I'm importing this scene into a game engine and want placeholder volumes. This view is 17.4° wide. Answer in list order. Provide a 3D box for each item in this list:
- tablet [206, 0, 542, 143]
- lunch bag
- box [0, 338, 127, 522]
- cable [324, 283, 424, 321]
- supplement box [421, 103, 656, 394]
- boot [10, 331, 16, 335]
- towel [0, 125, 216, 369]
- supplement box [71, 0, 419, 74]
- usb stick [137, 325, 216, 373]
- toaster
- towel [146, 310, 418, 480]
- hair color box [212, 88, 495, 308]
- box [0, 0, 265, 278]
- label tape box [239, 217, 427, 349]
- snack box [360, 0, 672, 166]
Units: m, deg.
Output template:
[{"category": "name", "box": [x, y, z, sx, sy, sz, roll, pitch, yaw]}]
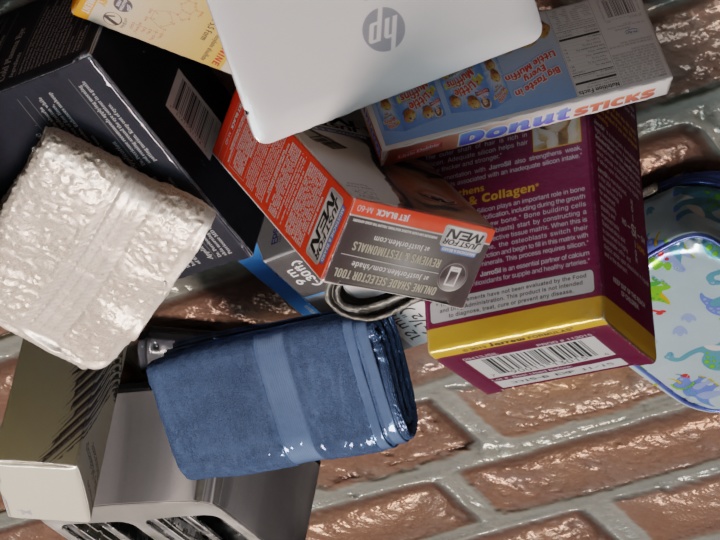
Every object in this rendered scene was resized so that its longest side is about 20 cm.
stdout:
[{"category": "tablet", "box": [0.007, -0.172, 1.474, 0.199, 0.014, 0.131, -21, 107, -6]}, {"category": "lunch bag", "box": [0.252, 0.020, 1.740, 0.200, 0.083, 0.160, 34, 135, -30]}, {"category": "box", "box": [-0.227, 0.089, 1.817, 0.068, 0.201, 0.082, 3, 143, 6]}, {"category": "cable", "box": [0.073, 0.014, 1.684, 0.198, 0.050, 0.098, 9, 123, 2]}, {"category": "supplement box", "box": [0.117, -0.033, 1.584, 0.130, 0.202, 0.103, -11, 157, 25]}, {"category": "boot", "box": [-0.291, -0.052, 1.693, 0.077, 0.138, 0.200, -38, 153, -12]}, {"category": "towel", "box": [-0.197, -0.009, 1.624, 0.132, 0.035, 0.200, 26, 135, -13]}, {"category": "supplement box", "box": [-0.072, -0.193, 1.527, 0.199, 0.074, 0.126, 19, 142, -15]}, {"category": "usb stick", "box": [-0.082, 0.074, 1.911, 0.198, 0.033, 0.056, 5, 144, 4]}, {"category": "toaster", "box": [-0.152, 0.168, 1.943, 0.180, 0.119, 0.200, -7, 151, 24]}, {"category": "towel", "box": [-0.057, 0.094, 1.782, 0.199, 0.049, 0.112, -12, 99, 23]}, {"category": "hair color box", "box": [-0.008, -0.054, 1.544, 0.110, 0.200, 0.064, 11, 112, -31]}, {"category": "box", "box": [-0.189, -0.086, 1.644, 0.181, 0.105, 0.200, -18, 128, 28]}, {"category": "label tape box", "box": [0.000, 0.000, 1.774, 0.199, 0.066, 0.143, -22, 134, 31]}, {"category": "snack box", "box": [0.097, -0.126, 1.524, 0.199, 0.072, 0.024, -15, 157, -10]}]
